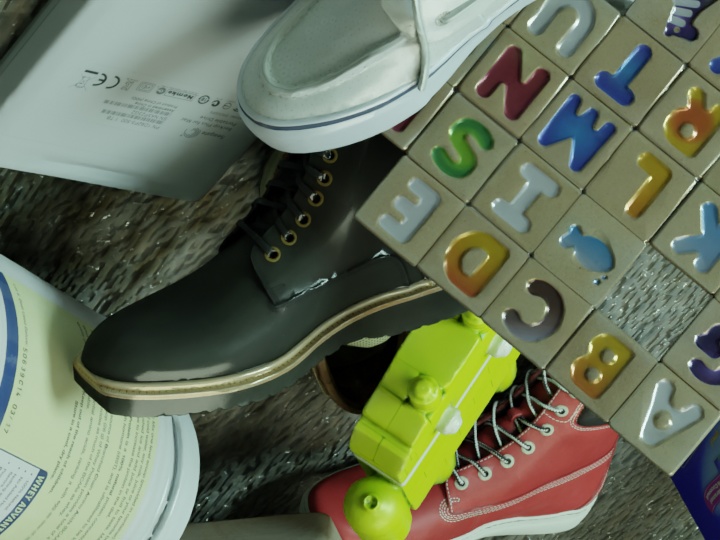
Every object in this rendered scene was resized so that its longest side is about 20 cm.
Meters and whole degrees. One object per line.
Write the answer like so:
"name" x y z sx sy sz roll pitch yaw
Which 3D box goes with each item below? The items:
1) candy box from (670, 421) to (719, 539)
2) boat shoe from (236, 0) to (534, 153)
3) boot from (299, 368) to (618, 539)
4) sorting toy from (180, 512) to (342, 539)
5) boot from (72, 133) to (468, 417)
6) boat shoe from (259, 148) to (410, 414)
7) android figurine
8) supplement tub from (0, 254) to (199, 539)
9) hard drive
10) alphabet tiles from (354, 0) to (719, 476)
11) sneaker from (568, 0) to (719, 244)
"candy box" 0.282 0.144 1.471 0.077 0.200 0.169 -7 146 -27
"boat shoe" 0.029 -0.124 0.952 0.202 0.075 0.086 -31 150 6
"boot" 0.067 0.095 1.379 0.200 0.072 0.144 -9 142 -31
"sorting toy" -0.096 0.213 1.376 0.199 0.070 0.200 -6 150 9
"boot" -0.034 -0.030 1.035 0.200 0.077 0.138 -24 128 -28
"boat shoe" 0.000 0.000 1.173 0.076 0.074 0.200 -19 149 -9
"android figurine" 0.047 0.056 1.244 0.182 0.041 0.200 -55 170 -10
"supplement tub" -0.173 0.069 1.087 0.145 0.145 0.200 -33 148 13
"hard drive" -0.061 -0.107 1.012 0.132 0.026 0.200 9 135 -44
"alphabet tiles" 0.101 -0.044 0.994 0.167 0.200 0.008 -51 175 -1
"sneaker" 0.112 -0.055 1.063 0.073 0.201 0.114 -25 167 -44
